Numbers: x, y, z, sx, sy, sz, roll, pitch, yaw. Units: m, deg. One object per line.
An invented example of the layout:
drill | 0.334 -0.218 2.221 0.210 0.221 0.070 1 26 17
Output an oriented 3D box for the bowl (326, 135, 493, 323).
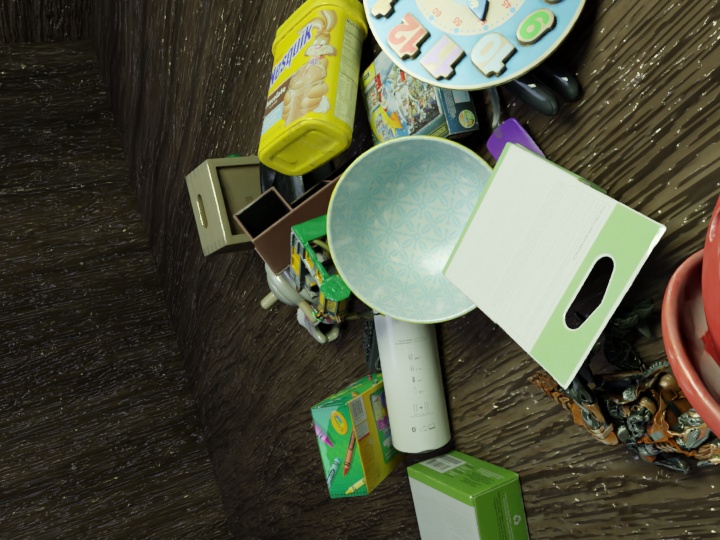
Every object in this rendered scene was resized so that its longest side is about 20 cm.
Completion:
bowl | 0.072 -0.052 0.744 0.108 0.199 0.201 -45 -49 -69

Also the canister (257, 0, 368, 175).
canister | -0.062 -0.239 0.873 0.148 0.086 0.201 -22 54 47

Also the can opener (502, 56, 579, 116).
can opener | 0.119 -0.212 0.627 0.200 0.063 0.079 38 170 23

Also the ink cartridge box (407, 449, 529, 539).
ink cartridge box | 0.142 0.347 0.848 0.148 0.075 0.201 -2 100 63

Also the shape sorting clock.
shape sorting clock | 0.096 -0.256 0.578 0.199 0.039 0.201 1 93 21

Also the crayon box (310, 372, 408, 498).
crayon box | 0.011 0.219 0.930 0.058 0.200 0.120 -13 89 23

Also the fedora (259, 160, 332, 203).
fedora | -0.095 -0.131 1.090 0.201 0.091 0.202 44 142 49

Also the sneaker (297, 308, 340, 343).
sneaker | -0.057 0.041 1.119 0.088 0.081 0.201 49 150 42

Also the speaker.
speaker | 0.068 0.134 0.894 0.081 0.081 0.201 7 108 63

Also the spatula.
spatula | 0.133 -0.179 0.689 0.057 0.020 0.201 -46 60 59

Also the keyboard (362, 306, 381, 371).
keyboard | 0.026 0.067 0.987 0.127 0.020 0.201 -113 24 -53

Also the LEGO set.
LEGO set | 0.000 0.000 0.858 0.154 0.199 0.116 47 151 25

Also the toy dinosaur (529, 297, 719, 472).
toy dinosaur | 0.217 0.110 0.579 0.199 0.102 0.136 -13 107 43

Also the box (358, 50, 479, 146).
box | 0.060 -0.198 0.787 0.200 0.037 0.137 162 94 -70

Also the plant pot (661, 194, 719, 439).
plant pot | 0.265 0.007 0.318 0.201 0.199 0.183 57 156 35

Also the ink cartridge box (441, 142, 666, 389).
ink cartridge box | 0.162 -0.011 0.579 0.146 0.048 0.200 -64 35 16

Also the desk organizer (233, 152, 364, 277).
desk organizer | -0.065 -0.092 0.910 0.072 0.200 0.077 48 173 40

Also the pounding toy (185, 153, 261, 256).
pounding toy | -0.227 -0.142 1.282 0.142 0.183 0.201 -19 84 52

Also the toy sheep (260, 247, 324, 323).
toy sheep | -0.071 -0.004 0.990 0.138 0.200 0.138 48 -169 -12
